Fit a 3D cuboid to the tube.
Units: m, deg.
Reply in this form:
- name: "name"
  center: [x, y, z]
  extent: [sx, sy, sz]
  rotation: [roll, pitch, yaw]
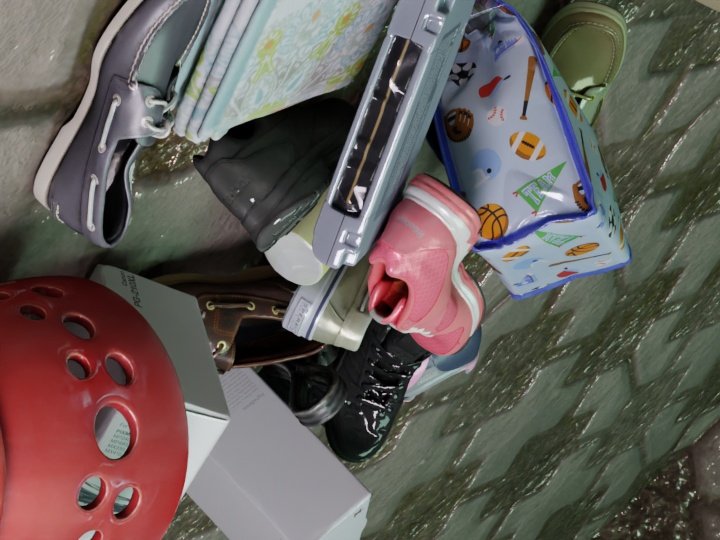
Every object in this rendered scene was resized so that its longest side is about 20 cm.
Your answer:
- name: "tube"
  center: [0.001, -0.069, 1.614]
  extent: [0.058, 0.052, 0.200]
  rotation: [-18, -154, 49]

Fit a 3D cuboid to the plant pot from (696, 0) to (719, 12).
- name: "plant pot"
  center: [0.303, -0.276, 1.711]
  extent: [0.134, 0.201, 0.200]
  rotation: [-9, 161, 7]

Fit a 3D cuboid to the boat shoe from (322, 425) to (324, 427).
- name: "boat shoe"
  center: [-0.018, 0.047, 1.881]
  extent: [0.203, 0.074, 0.075]
  rotation: [95, 2, -46]

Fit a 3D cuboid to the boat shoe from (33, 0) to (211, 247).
- name: "boat shoe"
  center: [-0.131, -0.098, 1.339]
  extent: [0.073, 0.063, 0.200]
  rotation: [-17, 147, -52]

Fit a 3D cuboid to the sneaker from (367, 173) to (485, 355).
- name: "sneaker"
  center: [0.035, 0.012, 1.572]
  extent: [0.087, 0.074, 0.200]
  rotation: [-46, 155, -21]

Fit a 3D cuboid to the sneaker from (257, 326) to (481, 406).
- name: "sneaker"
  center: [0.010, 0.088, 1.810]
  extent: [0.199, 0.070, 0.082]
  rotation: [-19, 136, -8]

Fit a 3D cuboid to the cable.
- name: "cable"
  center: [-0.049, 0.065, 1.711]
  extent: [0.097, 0.050, 0.200]
  rotation: [-27, -163, 16]

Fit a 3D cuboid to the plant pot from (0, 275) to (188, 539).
- name: "plant pot"
  center: [-0.234, 0.109, 1.356]
  extent: [0.182, 0.200, 0.201]
  rotation: [-9, 140, -55]

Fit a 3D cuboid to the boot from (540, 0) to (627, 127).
- name: "boot"
  center: [0.158, -0.108, 1.787]
  extent: [0.200, 0.072, 0.155]
  rotation: [114, -8, -53]

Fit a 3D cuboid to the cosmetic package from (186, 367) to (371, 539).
- name: "cosmetic package"
  center: [-0.088, 0.151, 1.726]
  extent: [0.081, 0.200, 0.113]
  rotation: [-36, 159, -23]

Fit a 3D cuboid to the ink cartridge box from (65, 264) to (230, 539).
- name: "ink cartridge box"
  center: [-0.179, 0.120, 1.514]
  extent: [0.084, 0.145, 0.200]
  rotation: [18, 119, -28]

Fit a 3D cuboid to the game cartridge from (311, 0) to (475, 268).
- name: "game cartridge"
  center: [0.025, -0.107, 1.480]
  extent: [0.201, 0.040, 0.133]
  rotation: [-69, 169, 18]

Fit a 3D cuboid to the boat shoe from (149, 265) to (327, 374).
- name: "boat shoe"
  center: [-0.109, 0.043, 1.619]
  extent: [0.199, 0.070, 0.071]
  rotation: [-11, 143, -36]

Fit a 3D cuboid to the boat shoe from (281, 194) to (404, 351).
- name: "boat shoe"
  center: [0.000, 0.000, 1.654]
  extent: [0.072, 0.062, 0.200]
  rotation: [-61, 178, 38]

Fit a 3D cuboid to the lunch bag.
- name: "lunch bag"
  center: [0.114, -0.097, 1.657]
  extent: [0.123, 0.201, 0.170]
  rotation: [-17, 164, 9]

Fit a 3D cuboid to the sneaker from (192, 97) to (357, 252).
- name: "sneaker"
  center: [-0.054, -0.089, 1.501]
  extent: [0.076, 0.091, 0.200]
  rotation: [-46, -176, 22]

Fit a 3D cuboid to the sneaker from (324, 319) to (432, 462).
- name: "sneaker"
  center: [0.027, 0.054, 1.710]
  extent: [0.104, 0.060, 0.201]
  rotation: [180, -71, -74]

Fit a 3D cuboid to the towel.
- name: "towel"
  center: [-0.034, -0.179, 1.401]
  extent: [0.171, 0.048, 0.200]
  rotation: [-28, 155, -47]
